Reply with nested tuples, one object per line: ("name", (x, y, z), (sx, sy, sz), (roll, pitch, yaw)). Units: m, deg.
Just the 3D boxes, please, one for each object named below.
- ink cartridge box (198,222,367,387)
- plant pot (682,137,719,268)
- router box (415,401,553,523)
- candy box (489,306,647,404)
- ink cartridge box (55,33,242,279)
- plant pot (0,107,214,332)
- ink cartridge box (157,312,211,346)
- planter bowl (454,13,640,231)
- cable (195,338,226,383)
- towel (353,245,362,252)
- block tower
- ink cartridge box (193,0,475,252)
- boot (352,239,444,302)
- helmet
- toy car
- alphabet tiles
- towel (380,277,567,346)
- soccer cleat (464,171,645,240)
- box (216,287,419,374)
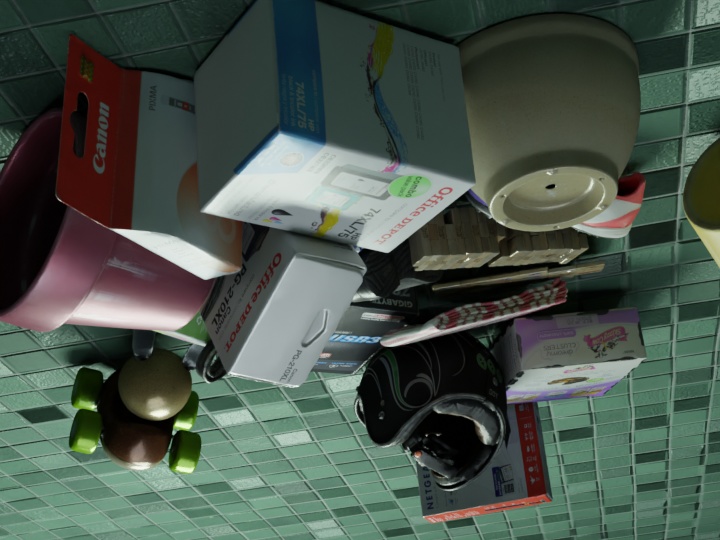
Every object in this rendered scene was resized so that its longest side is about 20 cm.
("ink cartridge box", (-0.092, -0.009, 1.297), (0.084, 0.201, 0.146), (13, 119, -34))
("plant pot", (0.440, -0.050, 1.407), (0.188, 0.202, 0.200), (34, 136, -30))
("router box", (0.165, 0.237, 1.894), (0.178, 0.202, 0.049), (-13, 156, 15))
("candy box", (0.263, 0.116, 1.782), (0.166, 0.072, 0.200), (-4, 162, -9))
("ink cartridge box", (-0.176, -0.102, 1.187), (0.050, 0.164, 0.200), (-14, 153, 28))
("plant pot", (-0.236, -0.028, 1.269), (0.178, 0.202, 0.199), (21, 144, -35))
("ink cartridge box", (-0.216, 0.039, 1.502), (0.103, 0.060, 0.200), (13, 173, 27))
("planter bowl", (0.169, -0.121, 1.250), (0.198, 0.136, 0.201), (-5, 154, -3))
("cable", (-0.108, 0.041, 1.510), (0.050, 0.200, 0.097), (29, 155, 27))
("towel", (0.009, -0.043, 1.377), (0.144, 0.024, 0.200), (-33, -177, 45))
("block tower", (0.145, -0.037, 1.472), (0.198, 0.058, 0.054), (-1, 164, -22))
("ink cartridge box", (-0.024, -0.126, 1.186), (0.198, 0.147, 0.147), (11, 149, -31))
("boot", (0.000, 0.000, 1.493), (0.131, 0.071, 0.199), (-15, 178, 32))
("helmet", (0.091, 0.167, 1.754), (0.198, 0.191, 0.202), (-7, 122, -11))
("toy car", (-0.265, 0.139, 1.727), (0.163, 0.158, 0.201), (14, 123, -20))
("alphabet tiles", (0.188, 0.010, 1.597), (0.198, 0.008, 0.167), (-10, 174, 7))
("towel", (0.135, 0.053, 1.628), (0.198, 0.030, 0.146), (-12, 173, -28))
("soccer cleat", (0.206, -0.084, 1.428), (0.198, 0.069, 0.074), (8, 127, -18))
("box", (-0.057, 0.067, 1.682), (0.198, 0.050, 0.198), (7, 152, -25))
